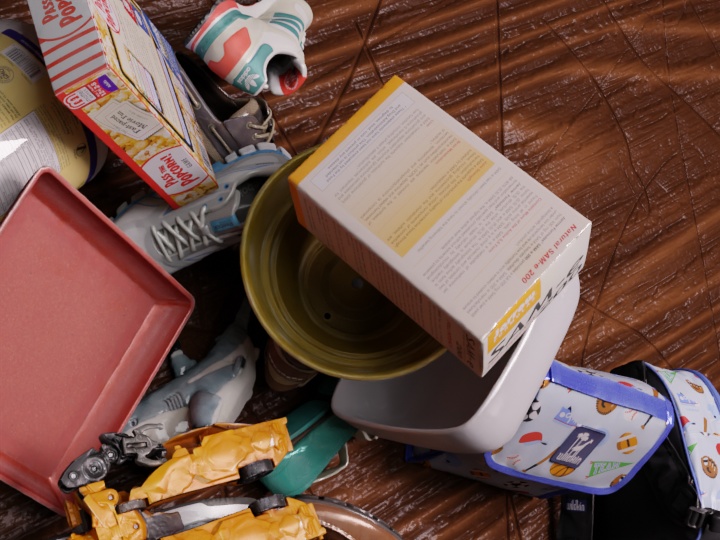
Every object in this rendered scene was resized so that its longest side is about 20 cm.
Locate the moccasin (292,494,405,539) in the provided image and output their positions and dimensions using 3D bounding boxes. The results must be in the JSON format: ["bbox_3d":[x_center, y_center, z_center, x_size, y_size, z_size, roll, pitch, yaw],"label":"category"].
[{"bbox_3d":[0.005,0.262,1.007,0.202,0.073,0.078,48,59,-30],"label":"moccasin"}]

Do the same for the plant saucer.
[{"bbox_3d":[-0.236,0.055,0.878,0.202,0.036,0.200,-61,140,-17],"label":"plant saucer"}]

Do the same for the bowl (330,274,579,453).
[{"bbox_3d":[0.089,0.065,0.975,0.075,0.199,0.201,42,66,-27],"label":"bowl"}]

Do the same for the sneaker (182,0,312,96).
[{"bbox_3d":[-0.082,-0.201,1.081,0.094,0.070,0.200,47,25,3],"label":"sneaker"}]

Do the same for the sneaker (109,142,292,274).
[{"bbox_3d":[-0.134,-0.044,0.985,0.198,0.087,0.076,-33,111,-10],"label":"sneaker"}]

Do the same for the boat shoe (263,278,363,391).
[{"bbox_3d":[-0.036,0.036,1.063,0.075,0.074,0.200,39,38,1],"label":"boat shoe"}]

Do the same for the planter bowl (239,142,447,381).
[{"bbox_3d":[0.000,0.000,0.970,0.197,0.084,0.204,1,73,-4],"label":"planter bowl"}]

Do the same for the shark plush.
[{"bbox_3d":[-0.132,0.082,0.990,0.082,0.091,0.202,22,64,11],"label":"shark plush"}]

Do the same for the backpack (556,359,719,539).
[{"bbox_3d":[0.295,0.190,1.156,0.152,0.199,0.193,5,64,-36],"label":"backpack"}]

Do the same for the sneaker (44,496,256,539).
[{"bbox_3d":[-0.157,0.250,0.898,0.197,0.084,0.123,-10,74,-27],"label":"sneaker"}]

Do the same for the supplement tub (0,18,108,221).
[{"bbox_3d":[-0.305,-0.083,0.886,0.146,0.145,0.200,50,55,-7],"label":"supplement tub"}]

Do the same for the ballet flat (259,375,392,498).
[{"bbox_3d":[-0.020,0.135,1.051,0.199,0.067,0.071,-37,118,-36],"label":"ballet flat"}]

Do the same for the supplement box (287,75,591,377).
[{"bbox_3d":[0.058,-0.036,0.886,0.199,0.074,0.126,41,73,21],"label":"supplement box"}]

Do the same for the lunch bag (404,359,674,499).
[{"bbox_3d":[0.161,0.136,1.074,0.168,0.199,0.126,18,64,-27],"label":"lunch bag"}]

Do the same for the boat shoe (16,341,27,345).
[{"bbox_3d":[-0.276,0.039,0.912,0.072,0.060,0.203,40,56,-14],"label":"boat shoe"}]

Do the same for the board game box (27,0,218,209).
[{"bbox_3d":[-0.185,-0.157,0.904,0.046,0.200,0.153,-25,64,6],"label":"board game box"}]

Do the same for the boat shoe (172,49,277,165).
[{"bbox_3d":[-0.113,-0.119,1.053,0.199,0.073,0.075,36,30,-17],"label":"boat shoe"}]

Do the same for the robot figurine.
[{"bbox_3d":[-0.128,0.182,0.866,0.198,0.058,0.147,-10,71,-34],"label":"robot figurine"}]
